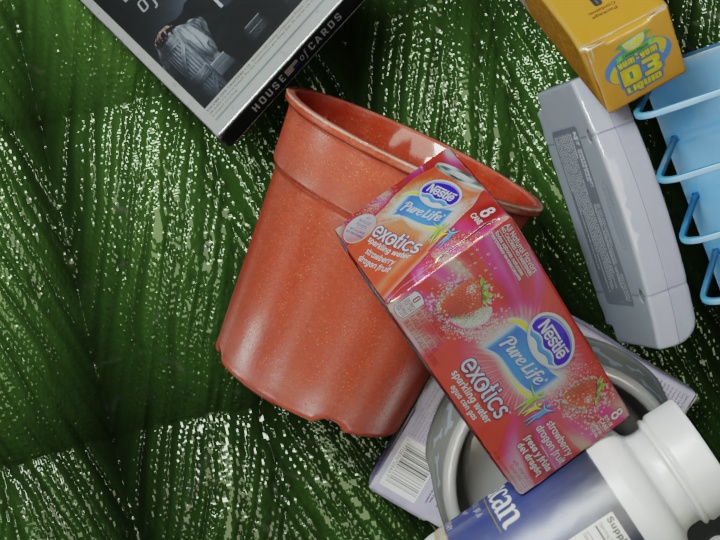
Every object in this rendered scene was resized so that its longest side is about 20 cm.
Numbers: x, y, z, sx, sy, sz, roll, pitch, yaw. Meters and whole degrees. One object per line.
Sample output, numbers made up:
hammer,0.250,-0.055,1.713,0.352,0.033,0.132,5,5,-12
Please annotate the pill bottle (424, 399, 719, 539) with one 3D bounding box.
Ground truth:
pill bottle,0.150,0.176,1.080,0.199,0.111,0.111,-34,93,3

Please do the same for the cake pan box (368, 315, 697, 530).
cake pan box,0.127,0.129,1.214,0.183,0.052,0.201,29,93,0

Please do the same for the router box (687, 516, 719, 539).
router box,0.267,0.222,1.165,0.200,0.157,0.052,-39,60,2

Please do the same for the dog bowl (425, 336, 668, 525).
dog bowl,0.145,0.148,1.162,0.199,0.059,0.202,0,95,1

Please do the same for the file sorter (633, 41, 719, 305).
file sorter,0.286,-0.054,1.111,0.138,0.123,0.201,-17,106,24

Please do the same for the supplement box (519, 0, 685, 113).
supplement box,0.152,-0.196,1.121,0.066,0.200,0.069,-27,131,2

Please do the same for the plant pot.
plant pot,0.000,0.000,1.143,0.200,0.201,0.196,24,101,-1

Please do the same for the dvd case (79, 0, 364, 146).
dvd case,-0.105,-0.202,1.154,0.150,0.025,0.200,-48,59,3

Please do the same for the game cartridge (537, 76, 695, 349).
game cartridge,0.185,-0.043,1.160,0.040,0.133,0.201,-19,94,-4

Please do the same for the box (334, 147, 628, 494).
box,0.080,0.035,1.030,0.095,0.100,0.200,-35,126,0
